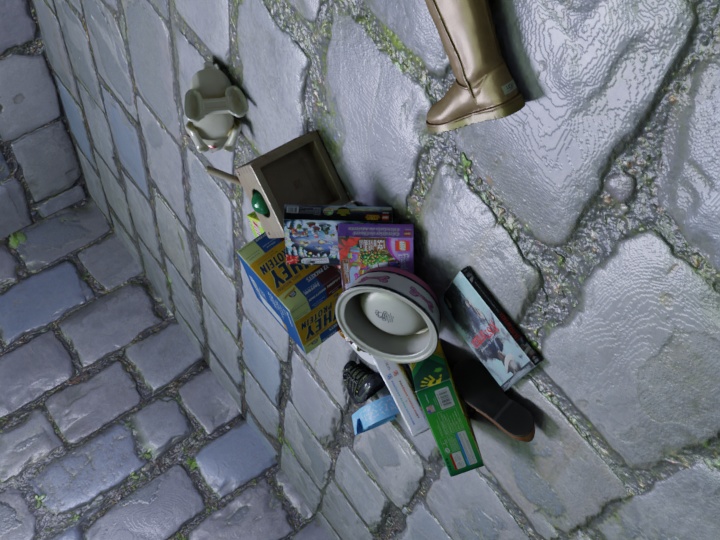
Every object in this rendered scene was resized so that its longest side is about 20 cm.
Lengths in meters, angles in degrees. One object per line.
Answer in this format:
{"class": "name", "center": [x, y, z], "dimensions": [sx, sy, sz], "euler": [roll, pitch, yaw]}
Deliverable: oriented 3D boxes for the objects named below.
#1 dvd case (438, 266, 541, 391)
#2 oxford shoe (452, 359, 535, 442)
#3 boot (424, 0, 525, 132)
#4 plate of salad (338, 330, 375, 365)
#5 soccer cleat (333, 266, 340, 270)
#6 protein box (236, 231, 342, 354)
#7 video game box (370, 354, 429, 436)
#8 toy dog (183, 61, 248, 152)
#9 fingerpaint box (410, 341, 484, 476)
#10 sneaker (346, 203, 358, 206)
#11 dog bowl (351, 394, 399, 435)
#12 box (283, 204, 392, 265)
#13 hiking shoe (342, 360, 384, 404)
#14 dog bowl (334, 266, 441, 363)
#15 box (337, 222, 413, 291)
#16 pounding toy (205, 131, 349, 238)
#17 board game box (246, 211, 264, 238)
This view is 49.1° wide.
{"class": "dvd case", "center": [0.217, 0.103, 1.357], "dimensions": [0.200, 0.022, 0.146], "euler": [52, 156, 13]}
{"class": "oxford shoe", "center": [0.238, 0.240, 1.429], "dimensions": [0.200, 0.071, 0.071], "euler": [47, 174, 39]}
{"class": "boot", "center": [0.120, -0.290, 1.024], "dimensions": [0.175, 0.066, 0.201], "euler": [-4, 117, 51]}
{"class": "plate of salad", "center": [-0.017, 0.141, 1.844], "dimensions": [0.200, 0.048, 0.201], "euler": [45, 153, 31]}
{"class": "soccer cleat", "center": [0.000, 0.000, 1.616], "dimensions": [0.200, 0.069, 0.085], "euler": [25, 148, 53]}
{"class": "protein box", "center": [-0.139, 0.036, 1.710], "dimensions": [0.200, 0.135, 0.199], "euler": [45, 163, 30]}
{"class": "video game box", "center": [0.094, 0.246, 1.622], "dimensions": [0.183, 0.047, 0.200], "euler": [60, -175, 12]}
{"class": "toy dog", "center": [-0.348, -0.353, 1.803], "dimensions": [0.195, 0.139, 0.200], "euler": [65, 160, 19]}
{"class": "fingerpaint box", "center": [0.159, 0.260, 1.510], "dimensions": [0.167, 0.073, 0.201], "euler": [-96, -16, -68]}
{"class": "sneaker", "center": [-0.052, -0.079, 1.590], "dimensions": [0.200, 0.090, 0.079], "euler": [-4, 116, 61]}
{"class": "dog bowl", "center": [0.039, 0.349, 1.916], "dimensions": [0.050, 0.111, 0.200], "euler": [67, 159, 15]}
{"class": "box", "center": [-0.043, -0.063, 1.478], "dimensions": [0.137, 0.199, 0.040], "euler": [92, 178, -54]}
{"class": "hiking shoe", "center": [-0.007, 0.272, 1.947], "dimensions": [0.101, 0.076, 0.200], "euler": [53, 158, 4]}
{"class": "dog bowl", "center": [0.058, 0.077, 1.440], "dimensions": [0.199, 0.074, 0.201], "euler": [16, 139, 14]}
{"class": "box", "center": [0.032, -0.004, 1.468], "dimensions": [0.201, 0.136, 0.039], "euler": [85, -172, -47]}
{"class": "pounding toy", "center": [-0.167, -0.171, 1.572], "dimensions": [0.142, 0.200, 0.185], "euler": [2, 120, 64]}
{"class": "board game box", "center": [-0.196, -0.045, 1.875], "dimensions": [0.101, 0.047, 0.201], "euler": [24, 139, 55]}
